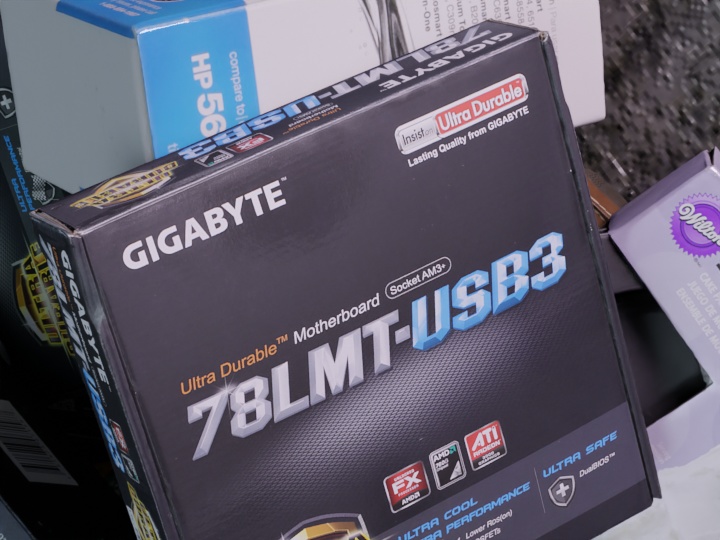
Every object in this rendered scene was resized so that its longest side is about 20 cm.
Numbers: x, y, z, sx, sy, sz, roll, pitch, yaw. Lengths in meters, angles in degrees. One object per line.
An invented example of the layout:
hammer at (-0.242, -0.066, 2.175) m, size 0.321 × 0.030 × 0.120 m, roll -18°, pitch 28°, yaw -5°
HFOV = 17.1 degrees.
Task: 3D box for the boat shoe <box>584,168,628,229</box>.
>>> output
boat shoe at (0.050, 0.043, 1.047) m, size 0.076 × 0.074 × 0.200 m, roll 43°, pitch 123°, yaw 10°

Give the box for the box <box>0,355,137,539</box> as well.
box at (-0.202, 0.142, 1.041) m, size 0.200 × 0.104 × 0.182 m, roll 45°, pitch 103°, yaw 24°

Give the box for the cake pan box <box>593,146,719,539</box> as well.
cake pan box at (0.122, 0.076, 0.985) m, size 0.184 × 0.052 × 0.201 m, roll -34°, pitch 95°, yaw 10°

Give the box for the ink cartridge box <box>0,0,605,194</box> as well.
ink cartridge box at (-0.023, -0.087, 0.944) m, size 0.146 × 0.199 × 0.085 m, roll 25°, pitch 125°, yaw 59°

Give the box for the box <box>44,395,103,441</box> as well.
box at (-0.103, 0.002, 1.138) m, size 0.199 × 0.049 × 0.161 m, roll 4°, pitch 106°, yaw 29°

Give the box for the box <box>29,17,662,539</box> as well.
box at (0.002, 0.035, 0.876) m, size 0.050 × 0.199 × 0.200 m, roll 24°, pitch 133°, yaw 58°

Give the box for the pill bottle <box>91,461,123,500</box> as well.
pill bottle at (-0.108, 0.147, 1.153) m, size 0.199 × 0.113 × 0.113 m, roll -9°, pitch 102°, yaw 33°

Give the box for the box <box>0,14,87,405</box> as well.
box at (-0.180, -0.034, 1.115) m, size 0.158 × 0.046 × 0.201 m, roll -14°, pitch 99°, yaw 33°
